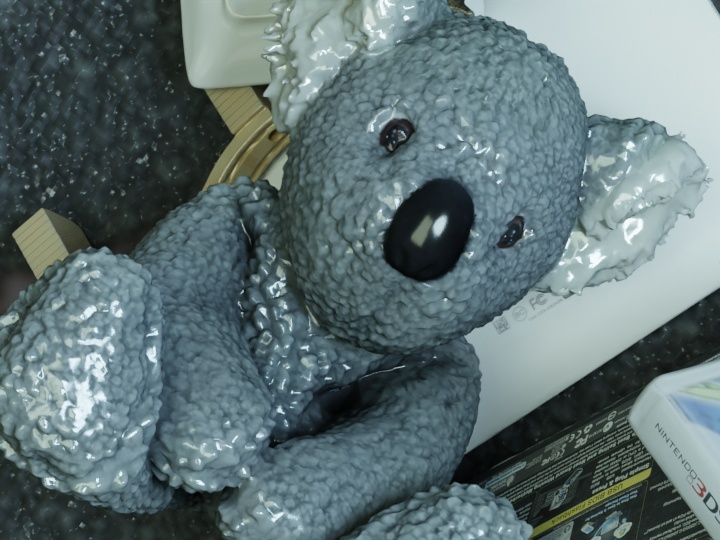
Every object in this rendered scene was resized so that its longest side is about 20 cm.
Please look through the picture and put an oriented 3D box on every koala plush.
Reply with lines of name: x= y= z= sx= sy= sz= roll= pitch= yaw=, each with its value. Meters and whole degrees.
koala plush: x=0.000 y=0.000 z=0.943 sx=0.177 sy=0.184 sz=0.200 roll=33 pitch=93 yaw=-5

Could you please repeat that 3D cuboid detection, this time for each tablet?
tablet: x=0.048 y=-0.022 z=1.017 sx=0.200 sy=0.014 sz=0.130 roll=-34 pitch=78 yaw=15

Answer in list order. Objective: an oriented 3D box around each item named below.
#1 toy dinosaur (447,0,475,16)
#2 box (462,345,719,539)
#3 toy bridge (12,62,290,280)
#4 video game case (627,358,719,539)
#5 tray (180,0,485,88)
toy dinosaur: x=0.023 y=-0.147 z=0.978 sx=0.200 sy=0.077 sz=0.102 roll=20 pitch=67 yaw=-1
box: x=0.086 y=0.104 z=0.896 sx=0.049 sy=0.161 sz=0.200 roll=41 pitch=132 yaw=-21
toy bridge: x=-0.100 y=0.009 z=1.051 sx=0.200 sy=0.027 sz=0.067 roll=-40 pitch=60 yaw=13
video game case: x=0.197 y=0.082 z=0.808 sx=0.182 sy=0.200 sz=0.022 roll=55 pitch=138 yaw=27
tray: x=-0.015 y=-0.166 z=1.021 sx=0.107 sy=0.022 sz=0.200 roll=-4 pitch=83 yaw=6
